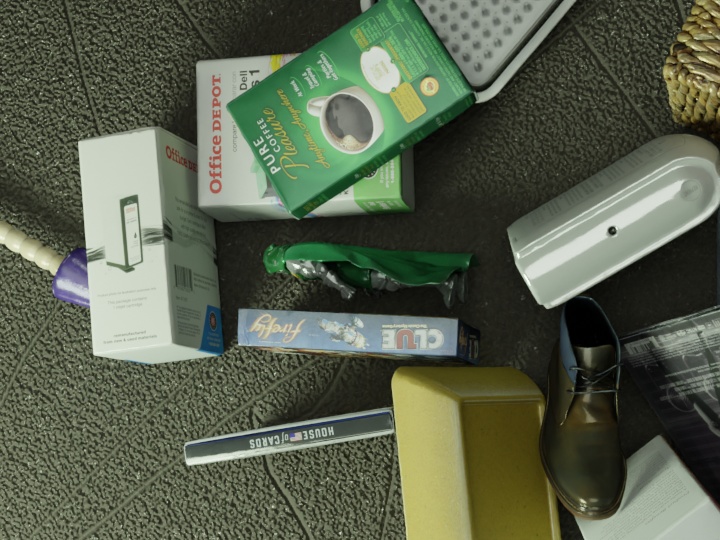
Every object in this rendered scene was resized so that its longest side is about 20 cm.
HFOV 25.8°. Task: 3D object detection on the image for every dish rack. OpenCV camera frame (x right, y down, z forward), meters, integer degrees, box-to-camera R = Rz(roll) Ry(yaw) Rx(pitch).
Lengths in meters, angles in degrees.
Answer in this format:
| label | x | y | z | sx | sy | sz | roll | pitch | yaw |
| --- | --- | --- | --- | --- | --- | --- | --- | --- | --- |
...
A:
| label | x | y | z | sx | sy | sz | roll | pitch | yaw |
| --- | --- | --- | --- | --- | --- | --- | --- | --- | --- |
| dish rack | 0.116 | -0.273 | 1.493 | 0.171 | 0.044 | 0.200 | 41 | 93 | 13 |

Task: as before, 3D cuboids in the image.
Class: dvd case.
| label | x | y | z | sx | sy | sz | roll | pitch | yaw |
| --- | --- | --- | --- | --- | --- | --- | --- | --- | --- |
| dvd case | -0.037 | 0.144 | 1.408 | 0.198 | 0.150 | 0.025 | -11 | 84 | 21 |
| dvd case | 0.316 | 0.125 | 1.333 | 0.016 | 0.148 | 0.201 | -39 | 99 | -35 |

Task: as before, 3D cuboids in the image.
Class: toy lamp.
| label | x | y | z | sx | sy | sz | roll | pitch | yaw |
| --- | --- | --- | --- | --- | --- | --- | --- | --- | --- |
| toy lamp | -0.330 | -0.022 | 1.556 | 0.199 | 0.058 | 0.059 | 27 | 90 | 15 |

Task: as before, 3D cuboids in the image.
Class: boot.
| label | x | y | z | sx | sy | sz | roll | pitch | yaw |
| --- | --- | --- | --- | --- | --- | --- | --- | --- | --- |
| boot | 0.188 | 0.112 | 1.336 | 0.074 | 0.097 | 0.201 | -3 | 39 | 2 |

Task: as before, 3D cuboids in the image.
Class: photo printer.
| label | x | y | z | sx | sy | sz | roll | pitch | yaw |
| --- | --- | --- | --- | --- | --- | --- | --- | --- | --- |
| photo printer | 0.228 | -0.051 | 1.383 | 0.199 | 0.166 | 0.070 | -31 | 97 | 7 |

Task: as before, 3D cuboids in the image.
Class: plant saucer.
| label | x | y | z | sx | sy | sz | roll | pitch | yaw |
| --- | --- | --- | --- | --- | --- | --- | --- | --- | --- |
| plant saucer | 0.112 | 0.181 | 1.361 | 0.048 | 0.199 | 0.202 | -11 | 80 | 36 |

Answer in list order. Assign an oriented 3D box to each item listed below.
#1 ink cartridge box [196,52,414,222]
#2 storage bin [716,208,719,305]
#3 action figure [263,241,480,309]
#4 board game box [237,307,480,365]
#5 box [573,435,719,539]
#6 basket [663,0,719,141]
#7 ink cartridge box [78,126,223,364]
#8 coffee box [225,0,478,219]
| label | x | y | z | sx | sy | sz | roll | pitch | yaw |
| --- | --- | --- | --- | --- | --- | --- | --- | --- | --- |
| ink cartridge box | -0.053 | -0.127 | 1.491 | 0.198 | 0.084 | 0.146 | -3 | 83 | 11 |
| storage bin | 0.386 | -0.002 | 1.332 | 0.133 | 0.200 | 0.147 | 1 | 84 | 3 |
| action figure | 0.000 | 0.000 | 1.468 | 0.198 | 0.118 | 0.055 | 9 | 98 | 22 |
| board game box | 0.001 | 0.061 | 1.433 | 0.198 | 0.135 | 0.035 | 2 | 84 | 13 |
| box | 0.271 | 0.246 | 1.301 | 0.106 | 0.200 | 0.153 | -38 | 97 | 5 |
| basket | 0.355 | -0.185 | 1.341 | 0.142 | 0.200 | 0.150 | 26 | 89 | 16 |
| ink cartridge box | -0.195 | -0.020 | 1.480 | 0.084 | 0.146 | 0.202 | -8 | 81 | 13 |
| coffee box | -0.009 | -0.150 | 1.420 | 0.199 | 0.044 | 0.123 | -34 | 79 | 5 |
